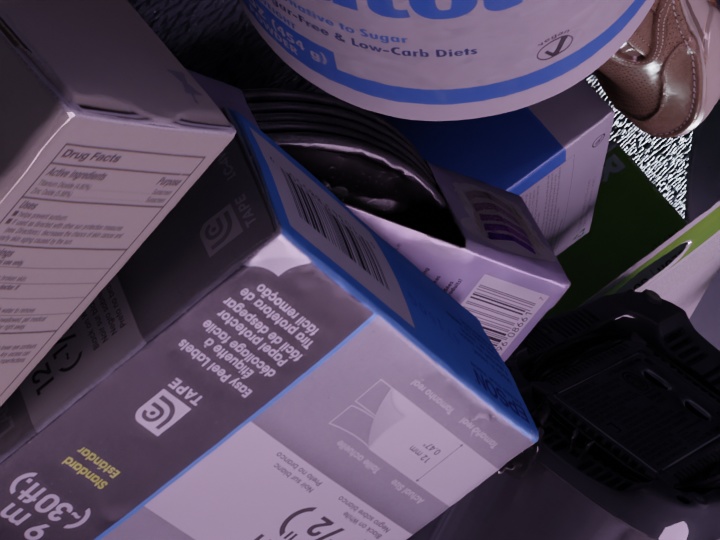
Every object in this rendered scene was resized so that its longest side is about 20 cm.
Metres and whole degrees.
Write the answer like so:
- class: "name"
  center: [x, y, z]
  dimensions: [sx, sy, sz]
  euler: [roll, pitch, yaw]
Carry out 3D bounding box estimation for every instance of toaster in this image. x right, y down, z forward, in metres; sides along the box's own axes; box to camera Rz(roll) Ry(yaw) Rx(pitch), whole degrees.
- class: "toaster"
  center: [0.079, 0.096, 1.056]
  dimensions: [0.200, 0.113, 0.130]
  euler: [-22, 143, -61]

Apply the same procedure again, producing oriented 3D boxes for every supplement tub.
- class: "supplement tub"
  center: [0.017, -0.132, 0.722]
  dimensions: [0.132, 0.132, 0.200]
  euler: [-39, 161, -9]

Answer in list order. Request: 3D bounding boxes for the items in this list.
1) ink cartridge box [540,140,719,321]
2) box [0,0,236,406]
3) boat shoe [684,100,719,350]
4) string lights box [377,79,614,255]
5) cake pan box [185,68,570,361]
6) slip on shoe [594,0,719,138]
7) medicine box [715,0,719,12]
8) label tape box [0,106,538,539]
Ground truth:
- class: "ink cartridge box"
  center: [0.078, 0.009, 1.213]
  dimensions: [0.148, 0.076, 0.200]
  euler: [-35, 165, -19]
- class: "box"
  center: [-0.137, 0.004, 0.796]
  dimensions: [0.200, 0.078, 0.095]
  euler: [-47, 160, 16]
- class: "boat shoe"
  center: [0.177, -0.027, 1.328]
  dimensions: [0.065, 0.073, 0.201]
  euler: [-77, -179, -72]
- class: "string lights box"
  center: [0.000, 0.000, 1.092]
  dimensions: [0.200, 0.059, 0.103]
  euler: [-36, 160, -18]
- class: "cake pan box"
  center: [-0.054, 0.031, 0.954]
  dimensions: [0.184, 0.052, 0.200]
  euler: [16, 123, -39]
- class: "slip on shoe"
  center: [0.084, -0.100, 1.006]
  dimensions: [0.061, 0.076, 0.200]
  euler: [-42, 157, -13]
- class: "medicine box"
  center: [0.197, -0.176, 1.025]
  dimensions: [0.182, 0.103, 0.200]
  euler: [-34, 161, -23]
- class: "label tape box"
  center: [-0.066, 0.062, 0.895]
  dimensions: [0.200, 0.066, 0.143]
  euler: [-40, 135, 11]
